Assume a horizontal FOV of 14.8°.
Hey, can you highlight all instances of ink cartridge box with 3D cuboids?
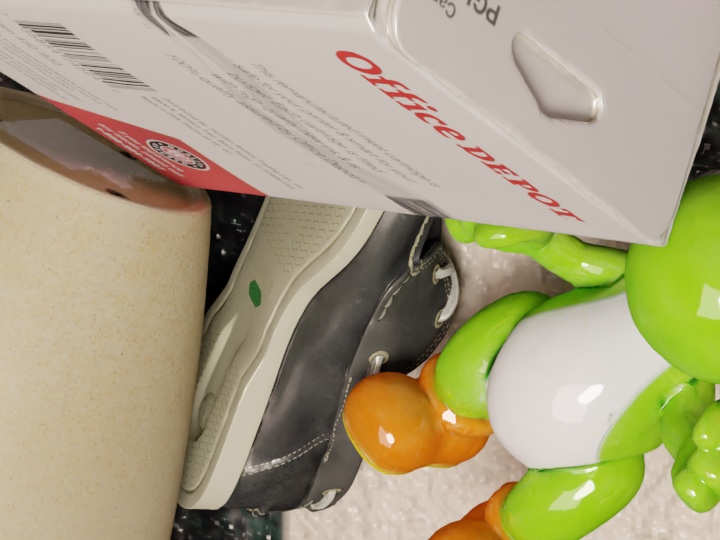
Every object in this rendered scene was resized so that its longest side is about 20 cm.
[{"bbox_3d":[-0.014,-0.079,0.799,0.200,0.083,0.147,9,163,41],"label":"ink cartridge box"}]

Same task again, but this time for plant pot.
[{"bbox_3d":[-0.132,0.047,0.923,0.187,0.187,0.200,28,104,13],"label":"plant pot"}]

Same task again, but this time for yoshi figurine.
[{"bbox_3d":[0.078,0.024,0.839,0.112,0.112,0.200,36,125,-23],"label":"yoshi figurine"}]

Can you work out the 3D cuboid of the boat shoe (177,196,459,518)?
[{"bbox_3d":[0.000,0.000,0.928,0.067,0.072,0.200,14,121,-24],"label":"boat shoe"}]
